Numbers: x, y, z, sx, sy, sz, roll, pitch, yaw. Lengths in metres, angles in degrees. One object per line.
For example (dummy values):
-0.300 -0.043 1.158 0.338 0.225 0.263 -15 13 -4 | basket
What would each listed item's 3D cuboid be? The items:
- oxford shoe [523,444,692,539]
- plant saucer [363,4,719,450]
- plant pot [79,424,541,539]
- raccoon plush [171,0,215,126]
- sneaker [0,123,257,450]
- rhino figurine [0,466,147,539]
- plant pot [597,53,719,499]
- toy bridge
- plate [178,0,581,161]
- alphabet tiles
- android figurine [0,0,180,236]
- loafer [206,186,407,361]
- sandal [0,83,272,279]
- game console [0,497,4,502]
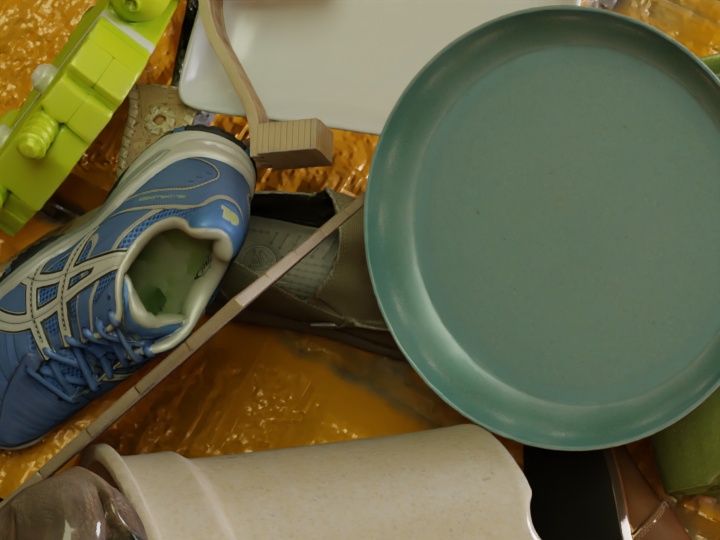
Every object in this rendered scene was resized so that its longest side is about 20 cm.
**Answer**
0.136 0.140 1.017 0.071 0.071 0.202 -5 64 -33 | oxford shoe
0.096 -0.019 0.954 0.198 0.027 0.202 3 96 26 | plant saucer
-0.013 0.155 0.945 0.182 0.201 0.202 -13 68 -17 | plant pot
-0.025 -0.166 1.141 0.133 0.097 0.202 11 97 -10 | raccoon plush
-0.126 0.017 1.006 0.075 0.200 0.077 32 22 -24 | sneaker
-0.158 0.145 0.863 0.199 0.060 0.088 -27 69 34 | rhino figurine
0.195 0.010 1.009 0.198 0.200 0.192 -5 79 -3 | plant pot
-0.046 -0.149 1.026 0.067 0.027 0.202 -5 75 18 | toy bridge
0.023 -0.159 1.037 0.198 0.032 0.202 10 80 20 | plate
-0.090 0.045 0.969 0.200 0.167 0.008 -40 91 26 | alphabet tiles
-0.142 -0.095 1.041 0.041 0.182 0.201 37 37 -11 | android figurine
0.000 0.000 1.061 0.198 0.068 0.077 3 71 3 | loafer
-0.113 -0.061 1.064 0.211 0.078 0.070 -31 101 -3 | sandal
-0.252 0.204 0.945 0.175 0.116 0.202 13 60 -39 | game console
